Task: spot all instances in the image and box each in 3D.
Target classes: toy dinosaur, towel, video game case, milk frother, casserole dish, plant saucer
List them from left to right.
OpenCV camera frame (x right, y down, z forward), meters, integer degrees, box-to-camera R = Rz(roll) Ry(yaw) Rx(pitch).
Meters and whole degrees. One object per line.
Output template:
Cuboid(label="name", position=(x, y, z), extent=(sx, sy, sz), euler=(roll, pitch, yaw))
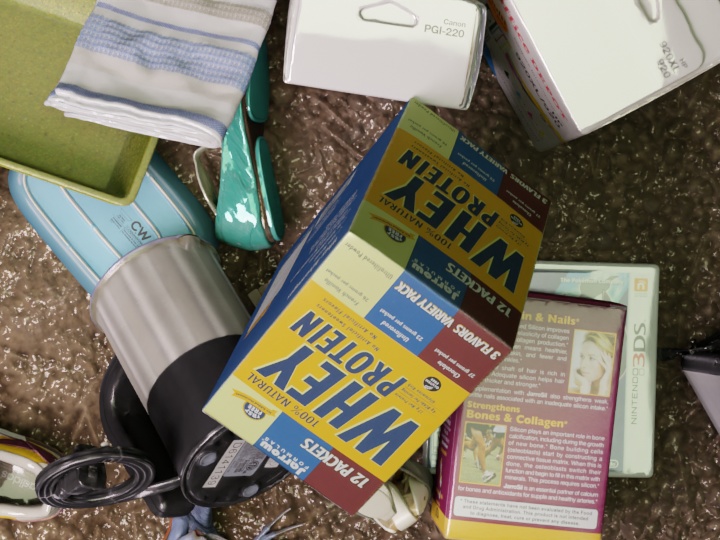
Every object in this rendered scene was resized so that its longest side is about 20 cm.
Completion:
Cuboid(label="plant saucer", position=(-0.249, -0.151, 1.285), extent=(0.198, 0.048, 0.201), euler=(19, 59, -4))
Cuboid(label="casserole dish", position=(-0.206, -0.049, 1.326), extent=(0.121, 0.039, 0.200), euler=(-40, 94, -2))
Cuboid(label="milk frother", position=(-0.167, 0.087, 1.225), extent=(0.180, 0.200, 0.189), euler=(-44, 55, 13))
Cuboid(label="towel", position=(-0.151, -0.190, 1.275), extent=(0.146, 0.024, 0.201), euler=(14, 58, 6))
Cuboid(label="toy dinosaur", position=(-0.151, 0.229, 1.314), extent=(0.198, 0.105, 0.183), euler=(-7, 73, 7))
Cuboid(label="video game case", position=(0.154, 0.083, 1.359), extent=(0.198, 0.023, 0.184), euler=(2, 91, -4))

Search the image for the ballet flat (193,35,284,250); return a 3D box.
Cuboid(label="ballet flat", position=(-0.107, -0.116, 1.320), extent=(0.070, 0.067, 0.202), euler=(-5, 89, 11))

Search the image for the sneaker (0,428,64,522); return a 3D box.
Cuboid(label="sneaker", position=(-0.330, 0.152, 1.295), extent=(0.198, 0.090, 0.076), euler=(14, 90, -4))

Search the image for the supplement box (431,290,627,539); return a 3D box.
Cuboid(label="supplement box", position=(0.133, 0.118, 1.296), extent=(0.130, 0.103, 0.202), euler=(7, 91, -4))

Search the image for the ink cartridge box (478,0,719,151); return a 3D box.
Cuboid(label="ink cartridge box", position=(0.183, -0.196, 1.267), extent=(0.144, 0.200, 0.148), euler=(-29, 92, -3))

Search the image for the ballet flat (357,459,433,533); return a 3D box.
Cuboid(label="ballet flat", position=(0.015, 0.178, 1.270), extent=(0.067, 0.200, 0.064), euler=(-39, 57, 7))

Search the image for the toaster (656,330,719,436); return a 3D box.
Cuboid(label="toaster", position=(0.373, 0.077, 1.299), extent=(0.180, 0.200, 0.119), euler=(-29, 95, -11))

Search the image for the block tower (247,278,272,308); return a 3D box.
Cuboid(label="block tower", position=(0.000, 0.000, 1.324), extent=(0.199, 0.054, 0.058), euler=(-35, 62, -4))

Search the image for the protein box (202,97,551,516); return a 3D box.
Cuboid(label="protein box", position=(0.015, 0.023, 1.146), extent=(0.135, 0.200, 0.199), euler=(35, 124, -8))

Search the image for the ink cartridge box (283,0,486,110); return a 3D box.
Cuboid(label="ink cartridge box", position=(0.014, -0.187, 1.253), extent=(0.144, 0.200, 0.085), euler=(8, 101, -4))
